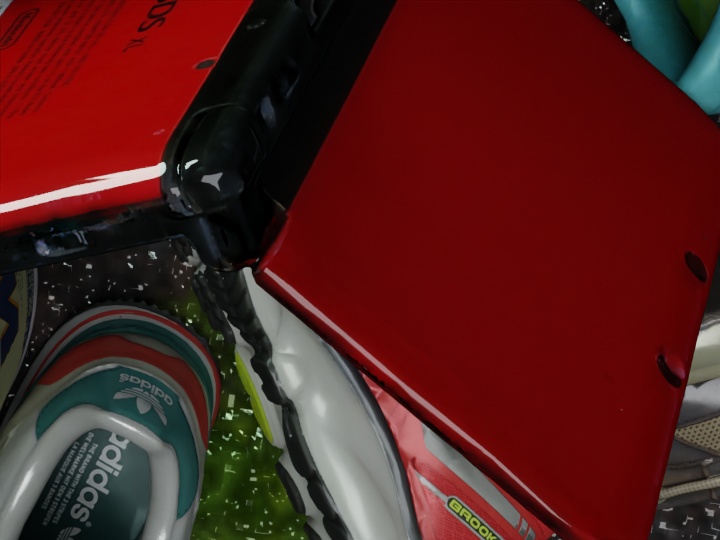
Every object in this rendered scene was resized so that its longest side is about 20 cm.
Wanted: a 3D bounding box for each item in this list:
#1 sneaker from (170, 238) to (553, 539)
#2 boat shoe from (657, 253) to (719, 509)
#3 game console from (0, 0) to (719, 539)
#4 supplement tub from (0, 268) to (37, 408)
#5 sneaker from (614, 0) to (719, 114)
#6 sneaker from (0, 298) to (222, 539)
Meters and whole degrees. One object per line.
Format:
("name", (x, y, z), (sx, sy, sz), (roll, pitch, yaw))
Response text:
("sneaker", (0.000, 0.000, 0.843), (0.085, 0.077, 0.200), (-25, 103, -15))
("boat shoe", (0.153, 0.024, 0.845), (0.200, 0.075, 0.073), (-9, 114, 10))
("game console", (-0.017, -0.016, 0.706), (0.172, 0.200, 0.119), (-12, 115, 20))
("supplement tub", (-0.164, 0.019, 0.769), (0.145, 0.200, 0.145), (0, 103, 0))
("sneaker", (0.073, -0.135, 0.784), (0.077, 0.080, 0.200), (-13, 106, 47))
("sneaker", (-0.099, 0.107, 0.844), (0.070, 0.093, 0.200), (25, 101, -5))
